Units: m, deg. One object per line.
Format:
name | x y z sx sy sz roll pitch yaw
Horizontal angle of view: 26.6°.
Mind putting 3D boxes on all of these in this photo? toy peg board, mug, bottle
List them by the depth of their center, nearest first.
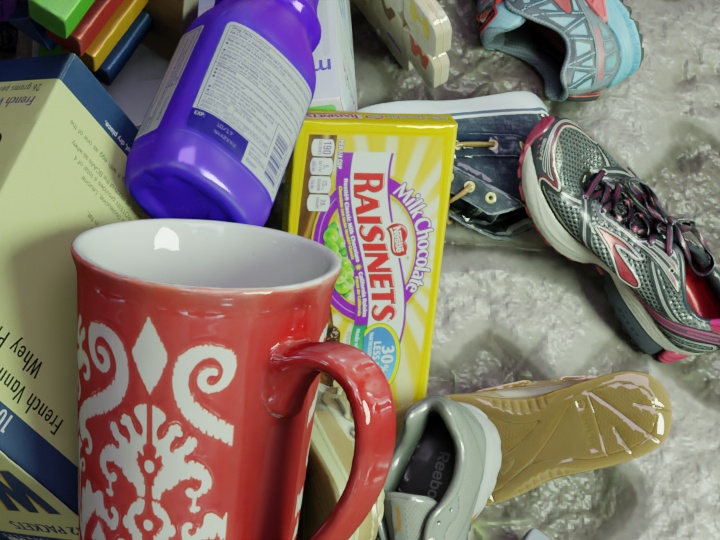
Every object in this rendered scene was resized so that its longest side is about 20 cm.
mug | -0.077 0.092 0.750 0.133 0.177 0.201 0 106 -23
toy peg board | -0.196 -0.181 0.834 0.199 0.199 0.098 33 72 2
bottle | -0.068 -0.109 0.870 0.083 0.065 0.201 41 48 -31

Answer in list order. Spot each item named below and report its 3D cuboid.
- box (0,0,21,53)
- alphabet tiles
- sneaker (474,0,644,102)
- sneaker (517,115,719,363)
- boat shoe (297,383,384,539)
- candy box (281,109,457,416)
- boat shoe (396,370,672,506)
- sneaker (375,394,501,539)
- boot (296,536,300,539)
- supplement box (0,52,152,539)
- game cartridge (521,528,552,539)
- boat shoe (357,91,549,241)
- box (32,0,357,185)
box | -0.271 -0.263 1.014 0.105 0.122 0.201 7 76 -10
alphabet tiles | 0.000 -0.219 1.041 0.015 0.196 0.200 -32 75 -9
sneaker | 0.118 -0.209 1.127 0.095 0.079 0.200 -35 76 -24
sneaker | 0.185 -0.028 1.020 0.200 0.075 0.081 47 61 -14
boat shoe | -0.013 0.105 0.864 0.063 0.201 0.074 -3 99 -12
candy box | 0.000 0.000 0.947 0.102 0.201 0.026 -1 22 -16
boat shoe | 0.097 0.108 0.969 0.199 0.069 0.074 -9 84 6
sneaker | 0.028 0.166 0.876 0.075 0.092 0.201 3 73 20
boot | 0.011 0.250 0.826 0.200 0.156 0.077 33 27 18
supplement box | -0.193 0.022 0.850 0.134 0.200 0.201 0 55 32
game cartridge | 0.106 0.271 0.911 0.133 0.041 0.200 34 62 9
boat shoe | 0.055 -0.064 1.043 0.199 0.071 0.091 -12 64 -21
box | -0.106 -0.144 0.998 0.199 0.097 0.177 -6 61 6
